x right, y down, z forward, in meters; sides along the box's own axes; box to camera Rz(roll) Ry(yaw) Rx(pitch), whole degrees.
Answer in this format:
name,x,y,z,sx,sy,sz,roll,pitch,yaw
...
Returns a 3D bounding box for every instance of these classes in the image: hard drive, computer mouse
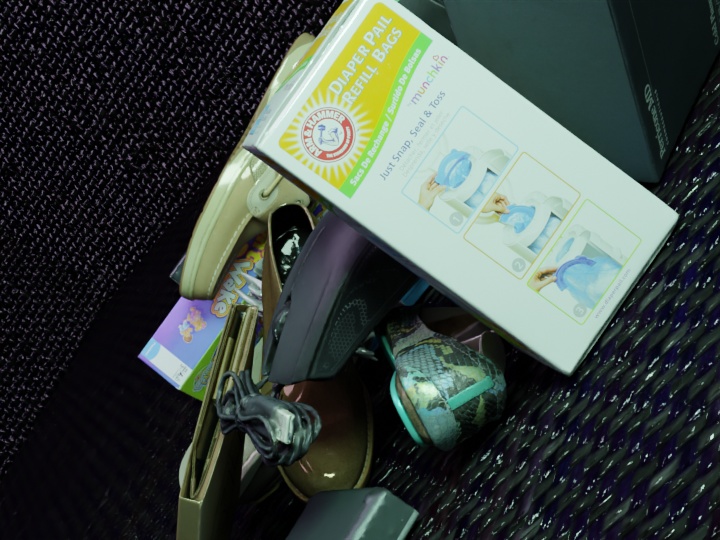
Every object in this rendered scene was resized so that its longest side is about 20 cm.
name,x,y,z,sx,sy,sz,roll,pitch,yaw
hard drive,-0.048,0.212,1.139,0.200,0.033,0.140,-58,9,-15
computer mouse,-0.019,0.014,1.181,0.200,0.053,0.138,-52,20,-7

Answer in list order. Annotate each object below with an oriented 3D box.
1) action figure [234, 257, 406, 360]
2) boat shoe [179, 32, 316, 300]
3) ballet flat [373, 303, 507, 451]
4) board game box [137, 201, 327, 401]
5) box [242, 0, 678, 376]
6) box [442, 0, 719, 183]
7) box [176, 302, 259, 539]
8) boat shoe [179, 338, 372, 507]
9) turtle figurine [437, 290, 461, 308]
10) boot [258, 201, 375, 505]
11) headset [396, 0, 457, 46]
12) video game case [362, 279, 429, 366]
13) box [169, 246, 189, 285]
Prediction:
name,x,y,z,sx,sy,sz,roll,pitch,yaw
action figure,0.000,0.000,1.390,0.200,0.130,0.070,-49,-20,-32
boat shoe,-0.060,-0.061,1.392,0.201,0.064,0.071,-62,1,4
ballet flat,0.050,0.054,1.158,0.074,0.074,0.200,-53,11,7
board game box,-0.060,0.010,1.487,0.200,0.045,0.134,-54,-27,0
box,0.048,-0.048,1.062,0.102,0.200,0.112,-54,9,-1
box,0.129,-0.185,1.110,0.104,0.200,0.183,8,52,29
box,-0.097,0.146,1.323,0.201,0.021,0.164,99,-178,-47
boat shoe,-0.052,0.097,1.464,0.200,0.072,0.059,-52,-29,21
turtle figurine,0.066,-0.045,1.283,0.150,0.100,0.200,-62,22,9
boot,-0.036,0.051,1.280,0.076,0.073,0.201,74,-173,-64
headset,0.064,-0.163,1.311,0.124,0.199,0.094,48,120,36
video game case,0.003,0.039,1.547,0.200,0.018,0.143,-51,10,20
box,-0.054,-0.042,1.739,0.197,0.124,0.200,-53,2,1
